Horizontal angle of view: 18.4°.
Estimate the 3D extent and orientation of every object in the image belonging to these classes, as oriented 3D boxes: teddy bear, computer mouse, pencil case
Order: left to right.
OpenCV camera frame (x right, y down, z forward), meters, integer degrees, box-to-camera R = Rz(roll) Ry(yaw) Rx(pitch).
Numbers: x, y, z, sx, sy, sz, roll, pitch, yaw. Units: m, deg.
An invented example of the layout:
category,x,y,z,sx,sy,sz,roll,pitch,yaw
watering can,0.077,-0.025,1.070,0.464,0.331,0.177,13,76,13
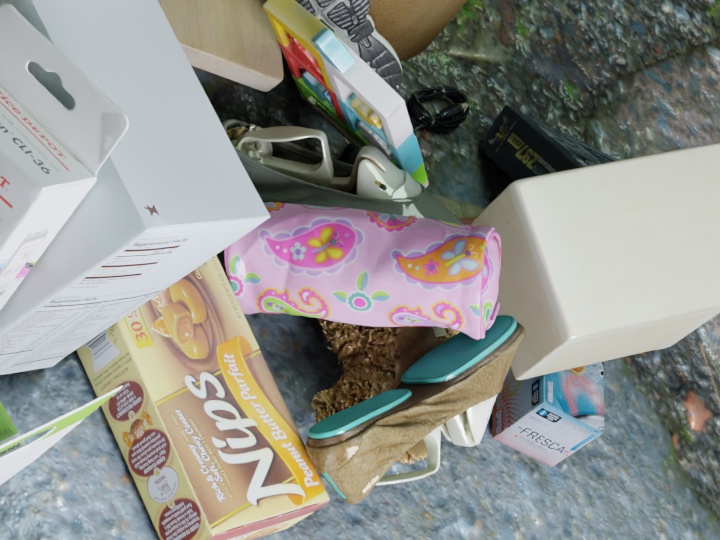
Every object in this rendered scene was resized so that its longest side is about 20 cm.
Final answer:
category,x,y,z,sx,sy,sz,roll,pitch,yaw
pencil case,0.000,0.000,1.585,0.200,0.087,0.087,5,46,11
teddy bear,0.030,0.056,1.650,0.145,0.067,0.200,12,63,-24
computer mouse,0.043,-0.110,1.824,0.059,0.034,0.200,50,40,-3

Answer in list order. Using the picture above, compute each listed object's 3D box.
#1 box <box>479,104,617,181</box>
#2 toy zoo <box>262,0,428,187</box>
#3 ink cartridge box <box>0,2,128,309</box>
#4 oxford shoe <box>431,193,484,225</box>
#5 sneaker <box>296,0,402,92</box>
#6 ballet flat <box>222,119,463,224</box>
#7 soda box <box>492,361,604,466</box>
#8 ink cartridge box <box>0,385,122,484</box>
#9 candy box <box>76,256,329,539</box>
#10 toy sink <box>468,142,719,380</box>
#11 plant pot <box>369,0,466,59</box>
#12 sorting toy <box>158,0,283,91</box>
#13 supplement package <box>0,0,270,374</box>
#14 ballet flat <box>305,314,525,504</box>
category,x,y,z,sx,sy,sz,roll,pitch,yaw
box,0.217,-0.058,1.883,0.200,0.051,0.158,24,15,-32
toy zoo,-0.011,-0.134,1.647,0.131,0.020,0.200,44,-8,20
ink cartridge box,-0.238,-0.046,1.293,0.116,0.200,0.067,43,21,10
oxford shoe,0.029,-0.028,1.743,0.200,0.071,0.074,8,21,-32
sneaker,-0.033,-0.211,1.750,0.085,0.077,0.200,55,-9,46
ballet flat,-0.017,-0.068,1.642,0.200,0.064,0.067,14,27,7
soda box,0.151,0.052,1.783,0.064,0.068,0.200,26,46,-26
ink cartridge box,-0.251,0.100,1.263,0.148,0.200,0.076,-25,82,-49
candy box,-0.114,0.089,1.515,0.115,0.055,0.200,-11,71,-47
toy sink,0.202,-0.007,1.707,0.200,0.112,0.130,-12,74,-24
plant pot,0.057,-0.305,1.848,0.186,0.200,0.187,24,49,-31
sorting toy,-0.165,-0.235,1.686,0.199,0.070,0.200,18,51,-35
supplement package,-0.205,-0.061,1.403,0.147,0.200,0.191,-8,68,-61
ballet flat,0.047,0.104,1.564,0.200,0.068,0.072,-32,108,-36
